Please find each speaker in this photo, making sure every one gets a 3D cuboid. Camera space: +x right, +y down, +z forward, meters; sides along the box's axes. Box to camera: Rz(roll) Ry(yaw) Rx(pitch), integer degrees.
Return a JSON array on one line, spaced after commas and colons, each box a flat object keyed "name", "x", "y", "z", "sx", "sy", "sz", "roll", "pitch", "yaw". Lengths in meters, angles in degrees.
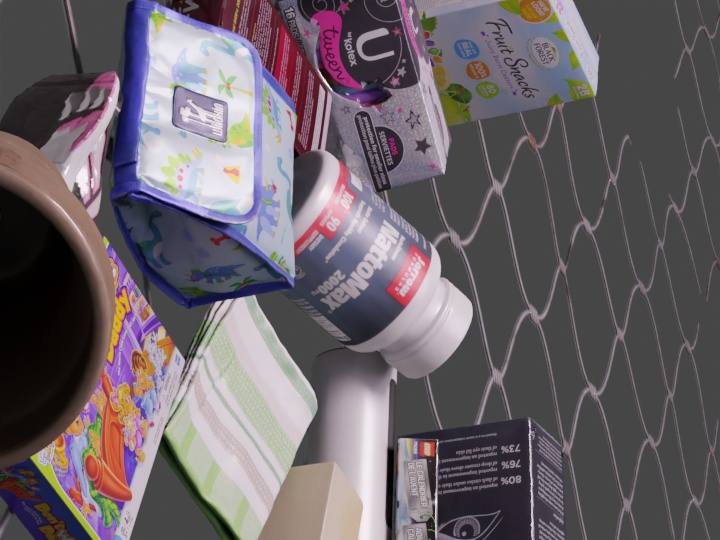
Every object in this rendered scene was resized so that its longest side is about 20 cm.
[{"name": "speaker", "x": -0.010, "y": 0.175, "z": 1.713, "sx": 0.081, "sy": 0.081, "sz": 0.201, "roll": 46, "pitch": 39, "yaw": -52}]

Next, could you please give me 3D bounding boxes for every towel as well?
[{"name": "towel", "x": -0.097, "y": 0.120, "z": 1.566, "sx": 0.150, "sy": 0.031, "sz": 0.200, "roll": 57, "pitch": 30, "yaw": -24}]

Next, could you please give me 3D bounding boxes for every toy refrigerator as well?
[{"name": "toy refrigerator", "x": -0.054, "y": 0.262, "z": 1.575, "sx": 0.201, "sy": 0.075, "sz": 0.070, "roll": -80, "pitch": 150, "yaw": -41}]

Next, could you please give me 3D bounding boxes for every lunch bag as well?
[{"name": "lunch bag", "x": -0.129, "y": -0.090, "z": 1.480, "sx": 0.200, "sy": 0.127, "sz": 0.171, "roll": 44, "pitch": 40, "yaw": -54}]

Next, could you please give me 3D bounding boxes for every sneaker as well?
[{"name": "sneaker", "x": -0.216, "y": -0.054, "z": 1.353, "sx": 0.087, "sy": 0.080, "sz": 0.201, "roll": 73, "pitch": 28, "yaw": -47}]

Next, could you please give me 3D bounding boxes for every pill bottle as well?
[{"name": "pill bottle", "x": 0.000, "y": 0.000, "z": 1.677, "sx": 0.200, "sy": 0.119, "sz": 0.120, "roll": 40, "pitch": 40, "yaw": -23}]

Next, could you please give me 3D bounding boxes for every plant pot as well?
[{"name": "plant pot", "x": -0.239, "y": -0.006, "z": 1.149, "sx": 0.175, "sy": 0.199, "sz": 0.201, "roll": -92, "pitch": 163, "yaw": -66}]

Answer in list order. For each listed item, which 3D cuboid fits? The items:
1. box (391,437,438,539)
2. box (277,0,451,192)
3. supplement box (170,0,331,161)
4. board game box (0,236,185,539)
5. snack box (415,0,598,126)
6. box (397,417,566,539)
[{"name": "box", "x": 0.045, "y": 0.252, "z": 1.751, "sx": 0.200, "sy": 0.040, "sz": 0.138, "roll": 96, "pitch": -4, "yaw": -65}, {"name": "box", "x": 0.009, "y": -0.186, "z": 1.830, "sx": 0.132, "sy": 0.114, "sz": 0.201, "roll": -74, "pitch": 148, "yaw": -71}, {"name": "supplement box", "x": -0.096, "y": -0.171, "z": 1.680, "sx": 0.200, "sy": 0.060, "sz": 0.109, "roll": 57, "pitch": 31, "yaw": -45}, {"name": "board game box", "x": -0.194, "y": 0.096, "z": 1.355, "sx": 0.201, "sy": 0.044, "sz": 0.135, "roll": -77, "pitch": 148, "yaw": -44}, {"name": "snack box", "x": 0.139, "y": -0.246, "z": 2.086, "sx": 0.169, "sy": 0.199, "sz": 0.068, "roll": 55, "pitch": 33, "yaw": -43}, {"name": "box", "x": 0.120, "y": 0.261, "z": 1.896, "sx": 0.104, "sy": 0.147, "sz": 0.202, "roll": 41, "pitch": 45, "yaw": -57}]
